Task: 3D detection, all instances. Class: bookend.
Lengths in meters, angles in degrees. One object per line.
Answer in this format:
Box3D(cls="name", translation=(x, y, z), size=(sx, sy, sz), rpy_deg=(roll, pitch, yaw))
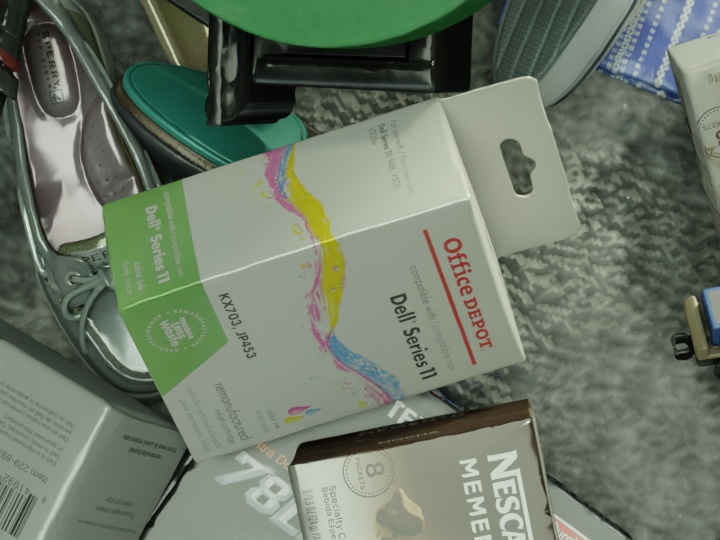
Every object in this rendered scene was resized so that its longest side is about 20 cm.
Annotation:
Box3D(cls="bookend", translation=(0.041, -0.159, 1.185), size=(0.198, 0.092, 0.201), rpy_deg=(4, 95, 14))

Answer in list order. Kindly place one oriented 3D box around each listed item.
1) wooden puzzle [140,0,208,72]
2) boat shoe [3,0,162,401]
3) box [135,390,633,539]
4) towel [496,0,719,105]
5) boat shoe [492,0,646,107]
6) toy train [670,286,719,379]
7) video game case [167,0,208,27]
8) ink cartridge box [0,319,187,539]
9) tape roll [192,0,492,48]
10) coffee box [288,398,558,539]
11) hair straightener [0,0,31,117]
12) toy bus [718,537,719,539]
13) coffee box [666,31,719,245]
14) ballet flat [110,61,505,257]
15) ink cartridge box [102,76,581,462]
Box3D(cls="wooden puzzle", translation=(-0.032, -0.207, 1.288), size=(0.199, 0.037, 0.186), rpy_deg=(-25, 89, 7))
Box3D(cls="boat shoe", translation=(-0.128, -0.036, 1.285), size=(0.074, 0.065, 0.203), rpy_deg=(-15, 89, 3))
Box3D(cls="box", translation=(-0.006, 0.149, 1.290), size=(0.200, 0.050, 0.199), rpy_deg=(37, 93, 2))
Box3D(cls="towel", translation=(0.179, -0.143, 1.291), size=(0.199, 0.024, 0.145), rpy_deg=(22, 91, 3))
Box3D(cls="boat shoe", translation=(0.135, -0.156, 1.252), size=(0.067, 0.074, 0.201), rpy_deg=(22, 104, -33))
Box3D(cls="toy train", translation=(0.232, 0.011, 1.181), size=(0.199, 0.046, 0.034), rpy_deg=(-11, 52, 0))
Box3D(cls="video game case", translation=(-0.049, -0.218, 1.263), size=(0.180, 0.025, 0.200), rpy_deg=(34, 99, 7))
Box3D(cls="ink cartridge box", translation=(-0.193, 0.126, 1.258), size=(0.145, 0.087, 0.201), rpy_deg=(27, 90, 25))
Box3D(cls="tape roll", translation=(-0.007, -0.192, 1.122), size=(0.199, 0.048, 0.202), rpy_deg=(1, 94, 14))
Box3D(cls="coffee box", translation=(0.042, 0.168, 1.225), size=(0.112, 0.080, 0.201), rpy_deg=(-10, 92, 3))
Box3D(cls="hair straightener", translation=(-0.178, -0.144, 1.249), size=(0.077, 0.041, 0.201), rpy_deg=(5, 85, 21))
Box3D(cls="toy bus", translation=(0.199, 0.210, 1.209), size=(0.135, 0.192, 0.201), rpy_deg=(23, 90, 4))
Box3D(cls="coffee box", translation=(0.221, -0.017, 1.242), size=(0.114, 0.080, 0.201), rpy_deg=(-17, 102, 4))
Box3D(cls="ballet flat", translation=(-0.027, -0.035, 1.281), size=(0.199, 0.073, 0.073), rpy_deg=(18, 91, -3))
Box3D(cls="ink cartridge box", translation=(0.000, 0.000, 1.205), size=(0.199, 0.117, 0.068), rpy_deg=(-18, 47, 5))
